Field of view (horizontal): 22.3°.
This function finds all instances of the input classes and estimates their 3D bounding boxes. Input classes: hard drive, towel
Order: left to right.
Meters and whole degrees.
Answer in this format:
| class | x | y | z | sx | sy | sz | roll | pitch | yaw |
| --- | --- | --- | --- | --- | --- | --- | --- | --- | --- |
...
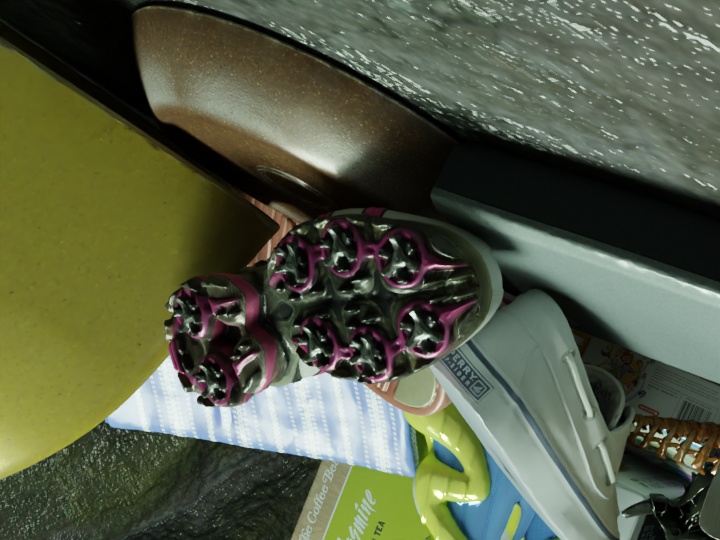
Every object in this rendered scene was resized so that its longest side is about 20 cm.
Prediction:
| class | x | y | z | sx | sy | sz | roll | pitch | yaw |
| --- | --- | --- | --- | --- | --- | --- | --- | --- | --- |
| towel | -0.069 | 0.053 | 1.019 | 0.199 | 0.024 | 0.145 | 8 | 134 | 18 |
| hard drive | 0.139 | 0.014 | 0.715 | 0.199 | 0.033 | 0.139 | 21 | 169 | 35 |

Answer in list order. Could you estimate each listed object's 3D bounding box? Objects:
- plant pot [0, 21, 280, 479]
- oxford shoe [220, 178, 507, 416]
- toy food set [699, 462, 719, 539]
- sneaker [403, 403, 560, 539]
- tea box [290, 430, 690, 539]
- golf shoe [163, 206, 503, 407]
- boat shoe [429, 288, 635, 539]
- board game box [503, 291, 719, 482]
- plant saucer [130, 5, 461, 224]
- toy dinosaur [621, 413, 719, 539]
| class | x | y | z | sx | sy | sz | roll | pitch | yaw |
| --- | --- | --- | --- | --- | --- | --- | --- | --- | --- |
| plant pot | -0.199 | -0.015 | 0.886 | 0.194 | 0.201 | 0.195 | 34 | -178 | -34 |
| oxford shoe | 0.000 | 0.000 | 0.927 | 0.200 | 0.074 | 0.071 | 42 | 138 | 33 |
| toy food set | 0.223 | 0.107 | 0.729 | 0.143 | 0.061 | 0.200 | 18 | -174 | 21 |
| sneaker | 0.083 | 0.126 | 0.944 | 0.104 | 0.201 | 0.076 | -5 | -165 | 31 |
| tea box | 0.099 | 0.151 | 1.113 | 0.196 | 0.134 | 0.200 | 26 | -172 | 28 |
| golf shoe | -0.001 | 0.009 | 0.792 | 0.092 | 0.073 | 0.199 | -18 | -177 | -38 |
| boat shoe | 0.094 | 0.074 | 0.826 | 0.074 | 0.065 | 0.200 | 48 | 177 | 31 |
| board game box | 0.113 | 0.057 | 1.019 | 0.199 | 0.034 | 0.134 | 24 | 170 | 19 |
| plant saucer | -0.021 | -0.050 | 0.816 | 0.199 | 0.037 | 0.200 | 26 | 171 | 5 |
| toy dinosaur | 0.207 | 0.118 | 0.907 | 0.200 | 0.136 | 0.102 | 43 | -147 | -8 |
